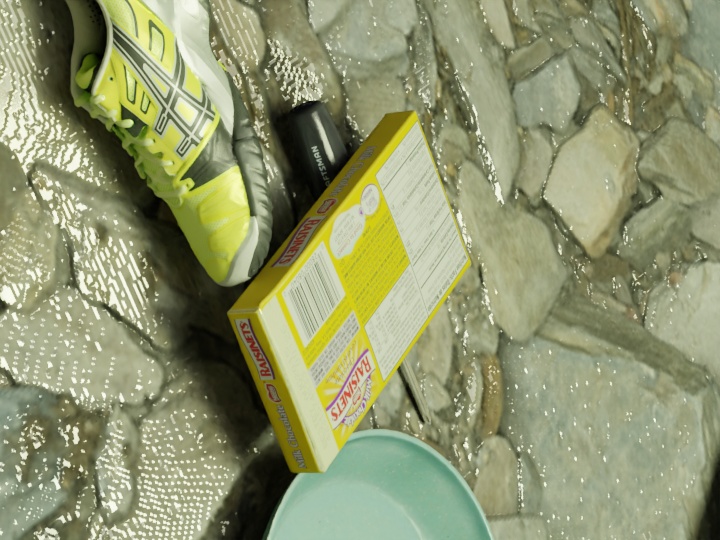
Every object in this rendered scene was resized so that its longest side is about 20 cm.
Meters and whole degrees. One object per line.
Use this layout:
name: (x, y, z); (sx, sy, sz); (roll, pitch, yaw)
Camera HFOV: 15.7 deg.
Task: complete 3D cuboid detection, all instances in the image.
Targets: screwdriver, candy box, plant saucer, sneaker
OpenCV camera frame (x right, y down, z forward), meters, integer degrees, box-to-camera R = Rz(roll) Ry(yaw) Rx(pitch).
screwdriver: (0.000, 0.000, 1.445); (0.029, 0.028, 0.201); (-23, 108, -18)
candy box: (-0.002, 0.008, 1.392); (0.200, 0.026, 0.103); (-53, 132, -47)
plant saucer: (0.004, 0.187, 1.396); (0.199, 0.036, 0.202); (11, 74, -46)
sneaker: (-0.106, -0.083, 1.317); (0.076, 0.075, 0.201); (-24, 98, -26)
